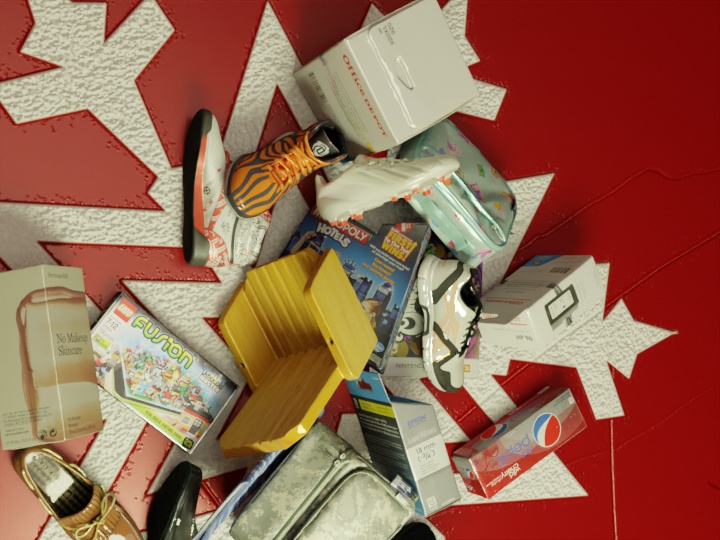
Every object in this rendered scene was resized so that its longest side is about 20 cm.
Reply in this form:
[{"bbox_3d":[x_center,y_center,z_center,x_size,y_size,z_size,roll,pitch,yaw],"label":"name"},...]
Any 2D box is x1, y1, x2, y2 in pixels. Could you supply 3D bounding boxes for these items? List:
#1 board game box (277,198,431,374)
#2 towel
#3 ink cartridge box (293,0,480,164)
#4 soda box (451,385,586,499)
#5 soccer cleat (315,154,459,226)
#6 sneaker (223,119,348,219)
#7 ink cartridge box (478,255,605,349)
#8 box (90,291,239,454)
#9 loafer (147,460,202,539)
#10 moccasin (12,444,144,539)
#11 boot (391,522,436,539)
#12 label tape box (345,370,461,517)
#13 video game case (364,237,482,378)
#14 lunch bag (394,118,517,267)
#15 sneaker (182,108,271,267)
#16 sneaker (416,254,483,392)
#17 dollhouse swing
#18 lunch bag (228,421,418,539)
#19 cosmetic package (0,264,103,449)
[{"bbox_3d":[0.000,0.000,1.349,0.199,0.062,0.201,32,82,11],"label":"board game box"},{"bbox_3d":[-0.122,0.253,1.240,0.024,0.145,0.200,41,32,6],"label":"towel"},{"bbox_3d":[0.031,-0.249,1.323,0.144,0.200,0.148,-33,102,-20],"label":"ink cartridge box"},{"bbox_3d":[0.235,0.252,1.476,0.199,0.063,0.071,-30,100,-20],"label":"soda box"},{"bbox_3d":[0.030,-0.121,1.290,0.198,0.069,0.079,-19,85,17],"label":"soccer cleat"},{"bbox_3d":[-0.089,-0.142,1.278,0.078,0.111,0.200,56,42,-17],"label":"sneaker"},{"bbox_3d":[0.243,0.053,1.432,0.199,0.115,0.069,-33,109,-32],"label":"ink cartridge box"},{"bbox_3d":[-0.265,0.132,1.279,0.200,0.035,0.111,41,74,-17],"label":"box"},{"bbox_3d":[-0.234,0.344,1.275,0.072,0.073,0.202,18,92,-30],"label":"loafer"},{"bbox_3d":[-0.340,0.287,1.220,0.073,0.078,0.202,-39,104,-19],"label":"moccasin"},{"bbox_3d":[0.091,0.416,1.329,0.200,0.167,0.077,-39,109,-43],"label":"boot"},{"bbox_3d":[0.053,0.217,1.354,0.063,0.144,0.202,-20,97,-22],"label":"label tape box"},{"bbox_3d":[0.090,0.053,1.432,0.179,0.036,0.203,4,87,-24],"label":"video game case"},{"bbox_3d":[0.135,-0.108,1.391,0.200,0.077,0.161,46,34,-13],"label":"lunch bag"},{"bbox_3d":[-0.174,-0.105,1.308,0.107,0.067,0.204,3,87,-28],"label":"sneaker"},{"bbox_3d":[0.127,0.078,1.360,0.074,0.079,0.203,-45,132,-55],"label":"sneaker"},{"bbox_3d":[-0.114,0.102,1.227,0.175,0.199,0.183,-35,102,-42],"label":"dollhouse swing"},{"bbox_3d":[-0.044,0.318,1.278,0.167,0.140,0.200,39,78,13],"label":"lunch bag"},{"bbox_3d":[-0.372,0.100,1.172,0.086,0.103,0.203,-10,87,12],"label":"cosmetic package"}]
